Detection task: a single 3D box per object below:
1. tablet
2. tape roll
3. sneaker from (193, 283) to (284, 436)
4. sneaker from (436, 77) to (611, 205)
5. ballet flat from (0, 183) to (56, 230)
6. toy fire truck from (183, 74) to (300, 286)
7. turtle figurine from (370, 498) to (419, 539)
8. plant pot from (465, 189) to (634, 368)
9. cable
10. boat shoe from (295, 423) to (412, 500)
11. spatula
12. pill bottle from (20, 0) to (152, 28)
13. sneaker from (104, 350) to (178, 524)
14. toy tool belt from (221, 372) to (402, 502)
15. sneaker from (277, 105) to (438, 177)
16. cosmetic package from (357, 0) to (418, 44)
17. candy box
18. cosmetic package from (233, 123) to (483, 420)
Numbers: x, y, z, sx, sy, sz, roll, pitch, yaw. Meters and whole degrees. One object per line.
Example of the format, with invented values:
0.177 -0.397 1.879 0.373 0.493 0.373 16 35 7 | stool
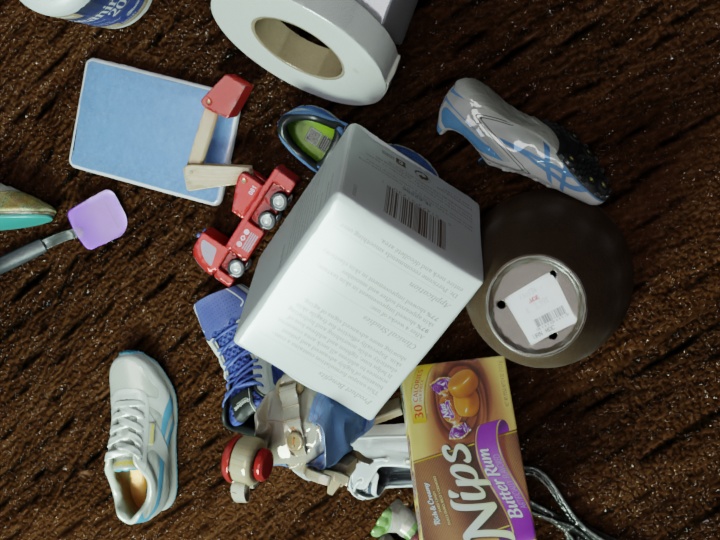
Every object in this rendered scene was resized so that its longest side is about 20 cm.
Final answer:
-0.240 -0.162 1.169 0.197 0.014 0.132 15 100 10 | tablet
-0.056 -0.238 1.021 0.200 0.203 0.037 23 77 10 | tape roll
-0.121 0.113 1.122 0.080 0.115 0.201 -30 89 14 | sneaker
0.170 -0.125 1.053 0.199 0.072 0.073 33 128 4 | sneaker
-0.460 -0.074 1.210 0.197 0.071 0.072 -12 94 15 | ballet flat
-0.146 -0.100 1.125 0.140 0.049 0.201 34 102 -2 | toy fire truck
0.082 0.355 1.079 0.193 0.144 0.201 31 76 20 | turtle figurine
0.180 0.020 0.994 0.184 0.200 0.190 2 98 13 | plant pot
0.240 0.293 1.091 0.096 0.050 0.202 -31 90 14 | cable
0.015 0.219 1.119 0.197 0.069 0.072 -4 140 7 | boat shoe
-0.370 -0.035 1.211 0.198 0.021 0.057 -22 106 18 | spatula
-0.305 -0.323 1.067 0.109 0.200 0.113 2 98 14 | pill bottle
-0.261 0.195 1.185 0.075 0.081 0.203 -6 94 16 | sneaker
-0.041 0.165 1.024 0.121 0.200 0.127 7 110 22 | toy tool belt
-0.007 -0.113 1.079 0.198 0.089 0.079 26 103 9 | sneaker
-0.020 -0.367 1.035 0.198 0.123 0.202 23 102 8 | cosmetic package
0.109 0.198 1.050 0.115 0.057 0.203 -5 64 -1 | candy box
0.000 0.000 1.011 0.166 0.167 0.201 31 118 -14 | cosmetic package
